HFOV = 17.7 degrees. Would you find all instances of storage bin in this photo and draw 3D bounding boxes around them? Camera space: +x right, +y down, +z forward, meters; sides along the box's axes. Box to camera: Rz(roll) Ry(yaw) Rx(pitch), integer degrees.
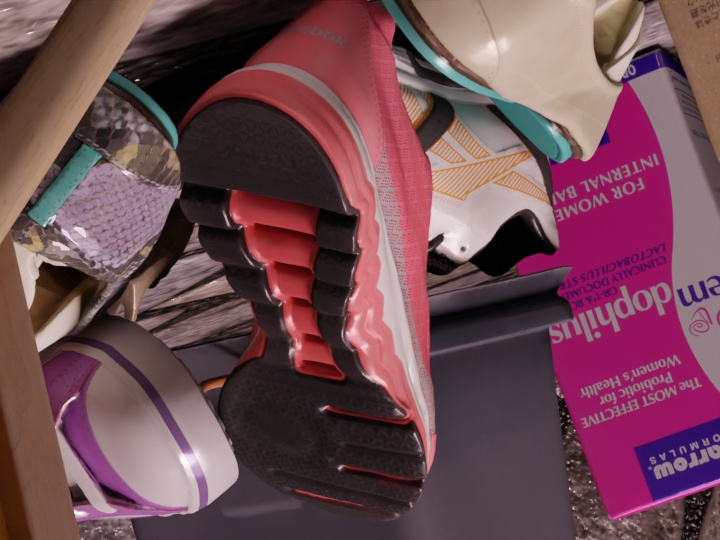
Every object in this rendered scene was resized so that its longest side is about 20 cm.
[{"bbox_3d":[-0.013,0.085,0.879,0.146,0.134,0.200,-11,178,-45],"label":"storage bin"}]

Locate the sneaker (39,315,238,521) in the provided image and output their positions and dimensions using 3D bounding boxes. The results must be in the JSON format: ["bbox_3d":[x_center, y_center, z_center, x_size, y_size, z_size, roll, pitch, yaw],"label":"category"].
[{"bbox_3d":[-0.125,0.076,0.794,0.114,0.073,0.200,-36,-166,-28],"label":"sneaker"}]

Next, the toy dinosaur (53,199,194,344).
[{"bbox_3d":[-0.085,-0.019,0.904,0.200,0.058,0.101,-40,-179,37],"label":"toy dinosaur"}]

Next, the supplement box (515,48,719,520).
[{"bbox_3d":[0.138,0.008,1.112,0.101,0.200,0.103,-22,175,14],"label":"supplement box"}]

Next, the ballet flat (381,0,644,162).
[{"bbox_3d":[0.059,-0.077,0.723,0.069,0.069,0.200,-21,174,10],"label":"ballet flat"}]

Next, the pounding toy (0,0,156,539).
[{"bbox_3d":[-0.125,0.020,0.463,0.142,0.184,0.200,-23,166,37],"label":"pounding toy"}]

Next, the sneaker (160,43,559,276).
[{"bbox_3d":[0.006,-0.034,0.805,0.074,0.080,0.200,-22,168,41],"label":"sneaker"}]

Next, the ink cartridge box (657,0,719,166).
[{"bbox_3d":[0.214,-0.073,0.752,0.200,0.165,0.075,-22,174,32],"label":"ink cartridge box"}]

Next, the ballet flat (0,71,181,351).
[{"bbox_3d":[-0.105,-0.007,0.715,0.072,0.072,0.200,-19,173,-17],"label":"ballet flat"}]

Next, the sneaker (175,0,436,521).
[{"bbox_3d":[0.000,0.000,0.734,0.074,0.200,0.087,14,-131,20],"label":"sneaker"}]
